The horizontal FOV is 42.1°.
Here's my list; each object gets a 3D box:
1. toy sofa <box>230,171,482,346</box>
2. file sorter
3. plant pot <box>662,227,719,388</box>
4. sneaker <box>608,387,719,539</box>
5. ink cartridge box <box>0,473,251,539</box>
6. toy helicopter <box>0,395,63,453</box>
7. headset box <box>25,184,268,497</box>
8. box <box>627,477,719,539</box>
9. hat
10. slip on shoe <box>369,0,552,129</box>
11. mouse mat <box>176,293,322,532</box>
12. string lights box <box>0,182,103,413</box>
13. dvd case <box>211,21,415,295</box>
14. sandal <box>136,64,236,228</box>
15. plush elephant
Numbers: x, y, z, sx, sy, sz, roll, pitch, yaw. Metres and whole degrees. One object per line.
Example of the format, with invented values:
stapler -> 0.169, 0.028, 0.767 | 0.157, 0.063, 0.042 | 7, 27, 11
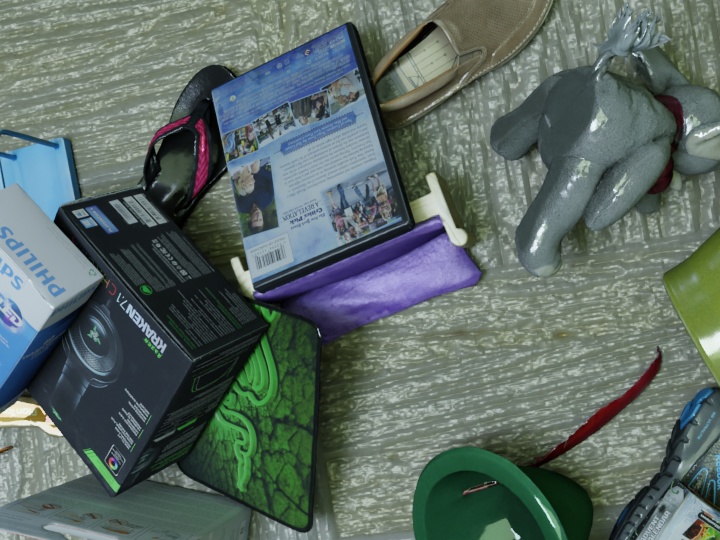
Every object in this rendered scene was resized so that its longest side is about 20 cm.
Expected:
toy sofa -> 0.000, 0.000, 0.800 | 0.199, 0.083, 0.098 | -22, 84, 11
file sorter -> -0.372, -0.038, 0.860 | 0.199, 0.123, 0.140 | -13, 87, 11
plant pot -> 0.336, 0.013, 0.682 | 0.192, 0.200, 0.201 | -31, 83, 18
sneaker -> 0.259, 0.196, 0.746 | 0.082, 0.073, 0.201 | 32, 96, 12
ink cartridge box -> -0.197, 0.220, 0.778 | 0.159, 0.200, 0.048 | 9, 92, 12
toy helicopter -> -0.359, 0.142, 0.882 | 0.198, 0.079, 0.133 | 1, 83, 0
headset box -> -0.200, 0.064, 0.795 | 0.174, 0.093, 0.200 | 46, 126, 15
box -> 0.280, 0.268, 0.720 | 0.199, 0.040, 0.137 | 35, 96, -14
hat -> 0.169, 0.196, 0.793 | 0.200, 0.175, 0.166 | -35, 77, 49
slip on shoe -> 0.081, -0.197, 0.796 | 0.199, 0.061, 0.076 | -35, 82, 9
mouse mat -> -0.101, 0.115, 0.802 | 0.160, 0.008, 0.201 | 16, 113, 31
string lights box -> -0.296, 0.036, 0.749 | 0.103, 0.059, 0.200 | 47, 127, 2
dvd case -> -0.044, -0.096, 0.776 | 0.142, 0.018, 0.201 | -22, 65, 16
sandal -> -0.166, -0.094, 0.855 | 0.075, 0.045, 0.201 | 32, 96, 11
plush elephant -> 0.217, -0.101, 0.733 | 0.154, 0.165, 0.200 | 14, 131, -23
